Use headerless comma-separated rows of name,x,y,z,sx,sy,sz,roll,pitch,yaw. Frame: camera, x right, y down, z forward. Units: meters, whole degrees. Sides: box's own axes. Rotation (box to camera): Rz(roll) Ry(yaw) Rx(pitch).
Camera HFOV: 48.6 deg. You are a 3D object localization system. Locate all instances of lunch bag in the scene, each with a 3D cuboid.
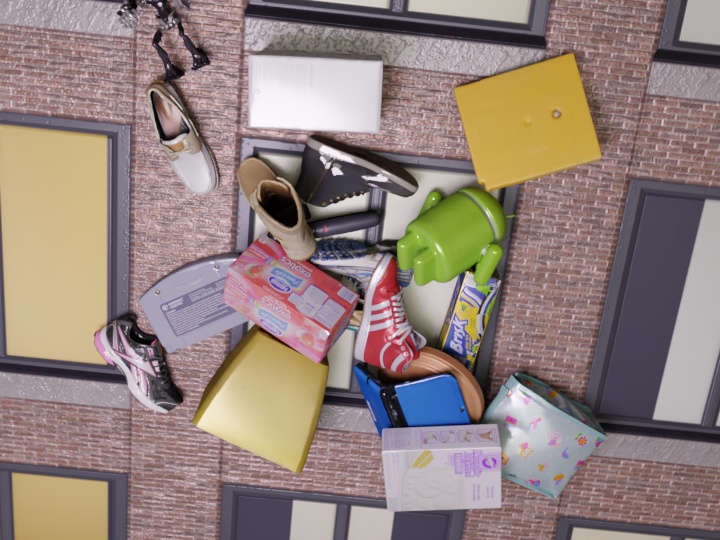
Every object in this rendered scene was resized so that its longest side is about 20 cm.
lunch bag,0.305,0.290,1.432,0.199,0.122,0.171,28,107,-14

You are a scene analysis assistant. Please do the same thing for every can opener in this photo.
can opener,-0.063,-0.075,1.347,0.198,0.063,0.079,-5,108,3

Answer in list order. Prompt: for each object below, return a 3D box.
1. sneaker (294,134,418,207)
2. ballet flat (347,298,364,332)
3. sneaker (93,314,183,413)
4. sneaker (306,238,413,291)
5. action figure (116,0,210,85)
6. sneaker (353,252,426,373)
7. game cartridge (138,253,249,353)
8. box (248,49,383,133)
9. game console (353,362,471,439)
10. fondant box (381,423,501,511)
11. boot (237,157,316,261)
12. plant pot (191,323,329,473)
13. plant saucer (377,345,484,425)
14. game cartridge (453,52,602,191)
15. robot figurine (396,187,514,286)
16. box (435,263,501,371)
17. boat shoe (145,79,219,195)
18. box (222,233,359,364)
sneaker,-0.008,-0.141,1.325,0.199,0.075,0.107,22,111,4
ballet flat,-0.040,0.074,1.405,0.198,0.069,0.064,10,80,-5
sneaker,-0.381,0.165,1.422,0.086,0.080,0.200,-38,105,11
sneaker,0.000,0.000,1.362,0.198,0.077,0.086,2,117,-4
action figure,-0.306,-0.398,1.225,0.118,0.102,0.201,-24,108,2
sneaker,0.061,0.076,1.311,0.112,0.071,0.201,21,117,20
game cartridge,-0.281,0.052,1.406,0.199,0.041,0.134,-22,110,8
box,-0.066,-0.279,1.233,0.198,0.152,0.107,3,108,0
game console,0.097,0.246,1.404,0.118,0.171,0.201,-30,121,-17
fondant box,0.139,0.337,1.359,0.198,0.058,0.145,-4,122,4
boot,-0.143,-0.120,1.256,0.072,0.156,0.201,-30,74,-4
plant pot,-0.152,0.199,1.379,0.199,0.200,0.177,27,95,-8
plant saucer,0.119,0.217,1.403,0.199,0.032,0.201,18,133,21
game cartridge,0.267,-0.235,1.280,0.198,0.032,0.178,-15,87,7
robot figurine,0.154,-0.059,1.301,0.199,0.175,0.116,-34,145,-19
box,0.183,0.089,1.393,0.064,0.070,0.201,15,108,-3
boat shoe,-0.298,-0.211,1.302,0.074,0.068,0.201,-23,106,8
box,-0.116,0.047,1.310,0.199,0.103,0.095,31,138,9
